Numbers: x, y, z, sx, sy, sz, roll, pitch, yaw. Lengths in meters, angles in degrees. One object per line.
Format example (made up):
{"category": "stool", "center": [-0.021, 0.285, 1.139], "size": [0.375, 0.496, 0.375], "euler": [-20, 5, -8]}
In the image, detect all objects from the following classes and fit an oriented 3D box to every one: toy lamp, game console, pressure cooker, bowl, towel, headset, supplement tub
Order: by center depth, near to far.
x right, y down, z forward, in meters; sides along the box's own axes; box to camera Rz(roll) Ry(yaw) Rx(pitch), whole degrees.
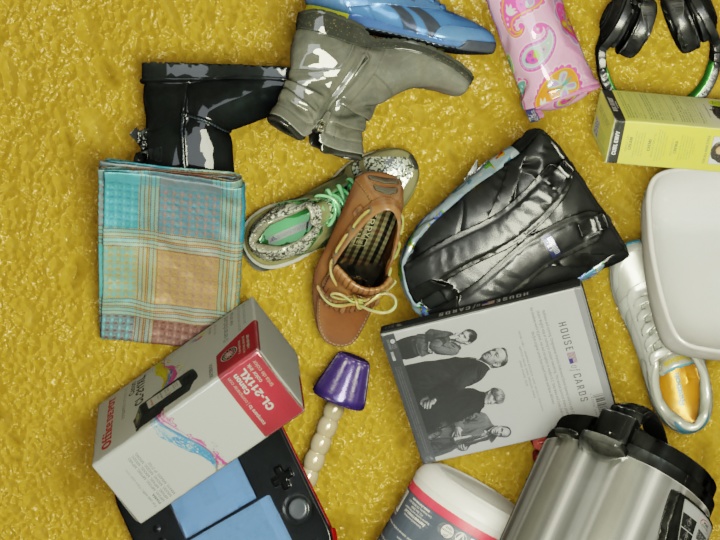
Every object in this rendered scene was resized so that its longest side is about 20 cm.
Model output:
{"category": "pressure cooker", "center": [0.233, 0.223, 1.623], "size": [0.178, 0.176, 0.201], "euler": [31, 71, -11]}
{"category": "bowl", "center": [0.364, 0.002, 1.701], "size": [0.199, 0.075, 0.201], "euler": [3, 65, -13]}
{"category": "headset", "center": [0.294, -0.245, 1.714], "size": [0.123, 0.094, 0.201], "euler": [-4, 104, 1]}
{"category": "supplement tub", "center": [0.073, 0.305, 1.728], "size": [0.140, 0.140, 0.201], "euler": [30, 94, 0]}
{"category": "towel", "center": [-0.189, -0.011, 1.735], "size": [0.146, 0.022, 0.201], "euler": [6, 119, 1]}
{"category": "game console", "center": [-0.135, 0.253, 1.751], "size": [0.199, 0.031, 0.177], "euler": [-31, 80, 14]}
{"category": "toy lamp", "center": [-0.042, 0.179, 1.768], "size": [0.058, 0.058, 0.201], "euler": [23, 96, 0]}

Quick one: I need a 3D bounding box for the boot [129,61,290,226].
{"category": "boot", "center": [-0.137, -0.124, 1.743], "size": [0.197, 0.073, 0.163], "euler": [1, 93, 6]}

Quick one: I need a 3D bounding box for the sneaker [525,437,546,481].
{"category": "sneaker", "center": [0.209, 0.157, 1.751], "size": [0.097, 0.071, 0.202], "euler": [-7, 95, 2]}

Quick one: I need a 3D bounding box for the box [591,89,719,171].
{"category": "box", "center": [0.333, -0.134, 1.712], "size": [0.199, 0.075, 0.050], "euler": [3, 120, -8]}

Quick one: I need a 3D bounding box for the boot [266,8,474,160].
{"category": "boot", "center": [0.008, -0.166, 1.711], "size": [0.199, 0.068, 0.131], "euler": [15, 84, -23]}

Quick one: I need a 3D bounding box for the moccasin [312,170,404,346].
{"category": "moccasin", "center": [0.002, 0.000, 1.710], "size": [0.073, 0.078, 0.202], "euler": [12, 129, -18]}

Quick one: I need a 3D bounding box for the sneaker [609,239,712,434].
{"category": "sneaker", "center": [0.305, 0.065, 1.739], "size": [0.076, 0.081, 0.201], "euler": [-20, 91, 4]}

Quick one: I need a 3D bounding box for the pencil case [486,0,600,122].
{"category": "pencil case", "center": [0.165, -0.252, 1.723], "size": [0.087, 0.087, 0.201], "euler": [-21, 94, 3]}

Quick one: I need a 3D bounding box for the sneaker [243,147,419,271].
{"category": "sneaker", "center": [-0.030, -0.057, 1.735], "size": [0.199, 0.089, 0.077], "euler": [-29, 92, 3]}

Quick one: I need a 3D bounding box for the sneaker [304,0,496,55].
{"category": "sneaker", "center": [0.043, -0.266, 1.734], "size": [0.199, 0.066, 0.079], "euler": [15, 90, 1]}

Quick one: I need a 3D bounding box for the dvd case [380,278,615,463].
{"category": "dvd case", "center": [0.135, 0.099, 1.683], "size": [0.199, 0.025, 0.151], "euler": [-14, 112, 11]}

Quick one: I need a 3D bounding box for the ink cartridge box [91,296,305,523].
{"category": "ink cartridge box", "center": [-0.160, 0.135, 1.708], "size": [0.200, 0.146, 0.083], "euler": [-35, 110, 7]}

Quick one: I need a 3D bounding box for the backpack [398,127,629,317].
{"category": "backpack", "center": [0.132, -0.020, 1.717], "size": [0.200, 0.154, 0.163], "euler": [-40, 100, -10]}
